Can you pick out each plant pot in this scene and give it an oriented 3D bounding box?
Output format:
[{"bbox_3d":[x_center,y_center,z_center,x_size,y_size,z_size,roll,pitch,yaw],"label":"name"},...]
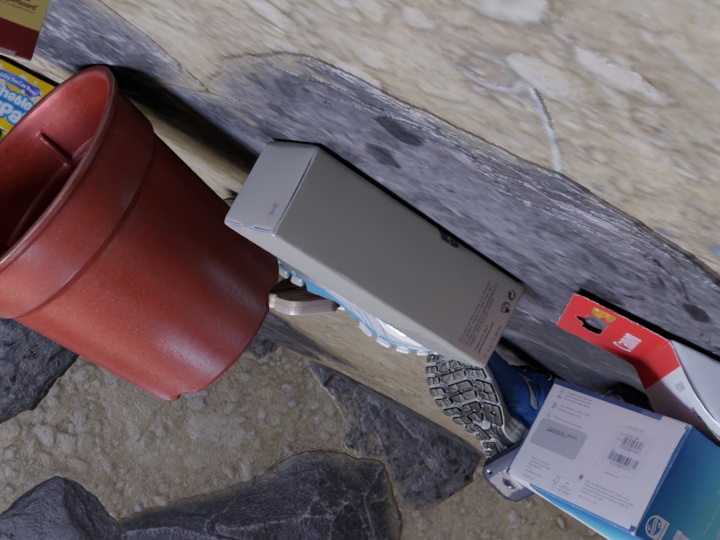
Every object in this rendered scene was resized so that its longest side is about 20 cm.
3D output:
[{"bbox_3d":[-0.179,-0.013,1.009,0.195,0.201,0.201,40,167,-29],"label":"plant pot"}]

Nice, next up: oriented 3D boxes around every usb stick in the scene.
[{"bbox_3d":[0.184,0.158,1.209,0.055,0.033,0.200,38,138,-11],"label":"usb stick"}]

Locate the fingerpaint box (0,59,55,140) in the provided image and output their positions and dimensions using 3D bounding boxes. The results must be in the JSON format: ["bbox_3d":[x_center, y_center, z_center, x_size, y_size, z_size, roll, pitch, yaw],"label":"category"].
[{"bbox_3d":[-0.356,-0.111,1.189,0.200,0.167,0.073,28,175,7],"label":"fingerpaint box"}]

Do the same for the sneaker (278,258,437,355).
[{"bbox_3d":[0.000,0.000,1.043,0.200,0.075,0.087,26,166,15],"label":"sneaker"}]

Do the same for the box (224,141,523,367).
[{"bbox_3d":[0.012,-0.010,0.934,0.200,0.068,0.082,33,170,-31],"label":"box"}]

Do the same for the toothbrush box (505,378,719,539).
[{"bbox_3d":[0.228,0.172,0.972,0.200,0.085,0.146,36,170,-29],"label":"toothbrush box"}]

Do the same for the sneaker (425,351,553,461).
[{"bbox_3d":[0.133,0.117,1.292,0.078,0.089,0.200,-7,128,41],"label":"sneaker"}]

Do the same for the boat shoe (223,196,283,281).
[{"bbox_3d":[-0.115,-0.036,1.237,0.066,0.072,0.201,58,164,-24],"label":"boat shoe"}]

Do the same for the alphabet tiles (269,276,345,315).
[{"bbox_3d":[-0.065,0.014,1.230,0.195,0.015,0.200,-4,-170,-30],"label":"alphabet tiles"}]

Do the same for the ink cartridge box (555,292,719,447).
[{"bbox_3d":[0.223,0.090,0.933,0.200,0.050,0.161,25,172,8],"label":"ink cartridge box"}]

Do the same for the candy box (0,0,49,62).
[{"bbox_3d":[-0.285,-0.176,0.764,0.200,0.055,0.115,19,-178,33],"label":"candy box"}]
